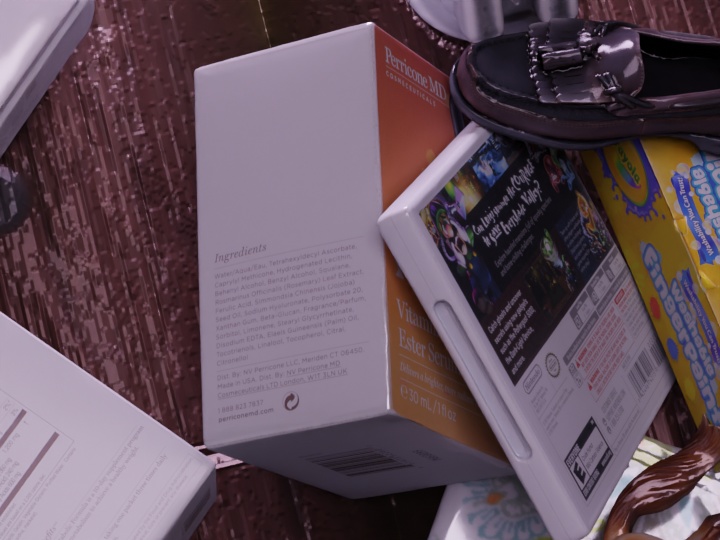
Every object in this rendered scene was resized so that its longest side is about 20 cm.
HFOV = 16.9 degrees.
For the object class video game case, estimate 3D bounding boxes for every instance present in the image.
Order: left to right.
[{"bbox_3d":[0.090,0.016,1.221,0.023,0.200,0.182,-24,101,28],"label":"video game case"}]

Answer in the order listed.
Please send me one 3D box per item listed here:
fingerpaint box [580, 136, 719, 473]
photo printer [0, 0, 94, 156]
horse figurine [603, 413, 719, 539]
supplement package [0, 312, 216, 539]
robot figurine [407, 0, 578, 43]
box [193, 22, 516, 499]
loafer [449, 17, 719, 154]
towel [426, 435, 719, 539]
[{"bbox_3d":[0.232,-0.013,1.292,0.166,0.073,0.201,-15,71,-20],"label":"fingerpaint box"},{"bbox_3d":[-0.269,-0.130,1.309,0.199,0.069,0.167,32,74,5],"label":"photo printer"},{"bbox_3d":[0.166,0.176,1.194,0.132,0.050,0.201,-12,64,-1],"label":"horse figurine"},{"bbox_3d":[-0.184,0.093,1.229,0.200,0.114,0.110,35,76,5],"label":"supplement package"},{"bbox_3d":[0.063,-0.201,1.308,0.169,0.113,0.200,-11,38,-7],"label":"robot figurine"},{"bbox_3d":[0.000,0.000,1.231,0.106,0.152,0.201,-12,71,27],"label":"box"},{"bbox_3d":[0.146,-0.102,1.229,0.199,0.063,0.072,5,54,-14],"label":"loafer"},{"bbox_3d":[0.113,0.173,1.266,0.170,0.048,0.201,20,74,4],"label":"towel"}]
